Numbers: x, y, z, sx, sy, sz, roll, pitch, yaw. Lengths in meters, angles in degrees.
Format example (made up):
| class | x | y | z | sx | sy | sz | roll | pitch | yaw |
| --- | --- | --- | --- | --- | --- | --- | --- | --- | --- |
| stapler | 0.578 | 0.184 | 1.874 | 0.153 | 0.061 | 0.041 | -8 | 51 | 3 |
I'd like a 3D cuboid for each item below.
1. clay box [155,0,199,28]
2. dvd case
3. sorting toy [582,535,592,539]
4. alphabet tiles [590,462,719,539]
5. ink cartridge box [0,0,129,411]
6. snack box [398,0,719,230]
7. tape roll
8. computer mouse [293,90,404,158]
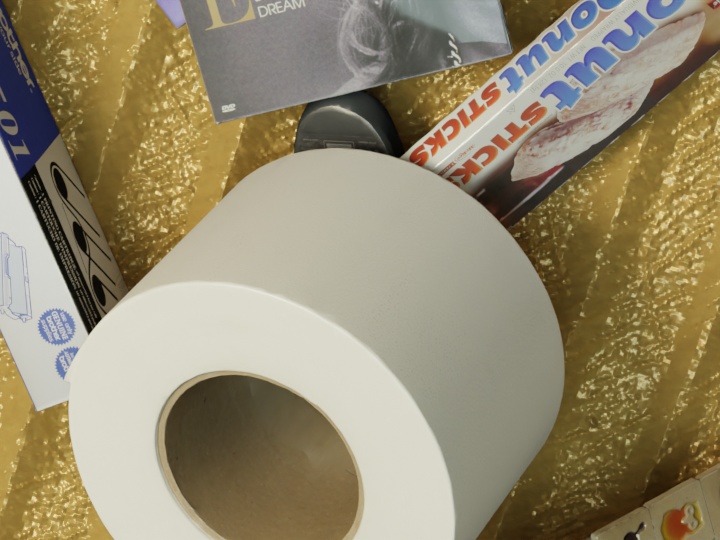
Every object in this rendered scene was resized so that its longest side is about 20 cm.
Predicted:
| class | x | y | z | sx | sy | sz | roll | pitch | yaw |
| --- | --- | --- | --- | --- | --- | --- | --- | --- | --- |
| clay box | -0.040 | -0.220 | 1.417 | 0.200 | 0.048 | 0.115 | -35 | 101 | 16 |
| dvd case | -0.024 | -0.178 | 1.396 | 0.148 | 0.016 | 0.200 | -13 | 109 | 9 |
| sorting toy | 0.125 | 0.223 | 1.472 | 0.200 | 0.036 | 0.185 | -23 | 108 | -32 |
| alphabet tiles | 0.178 | 0.199 | 1.482 | 0.167 | 0.008 | 0.200 | -25 | 108 | -27 |
| ink cartridge box | -0.171 | -0.041 | 1.461 | 0.044 | 0.094 | 0.200 | -20 | 104 | 12 |
| snack box | 0.110 | -0.093 | 1.431 | 0.200 | 0.024 | 0.072 | -41 | 138 | 16 |
| tape roll | -0.019 | 0.060 | 1.418 | 0.202 | 0.139 | 0.203 | 14 | 124 | 22 |
| computer mouse | 0.000 | 0.000 | 1.491 | 0.059 | 0.034 | 0.200 | 6 | 115 | 19 |
